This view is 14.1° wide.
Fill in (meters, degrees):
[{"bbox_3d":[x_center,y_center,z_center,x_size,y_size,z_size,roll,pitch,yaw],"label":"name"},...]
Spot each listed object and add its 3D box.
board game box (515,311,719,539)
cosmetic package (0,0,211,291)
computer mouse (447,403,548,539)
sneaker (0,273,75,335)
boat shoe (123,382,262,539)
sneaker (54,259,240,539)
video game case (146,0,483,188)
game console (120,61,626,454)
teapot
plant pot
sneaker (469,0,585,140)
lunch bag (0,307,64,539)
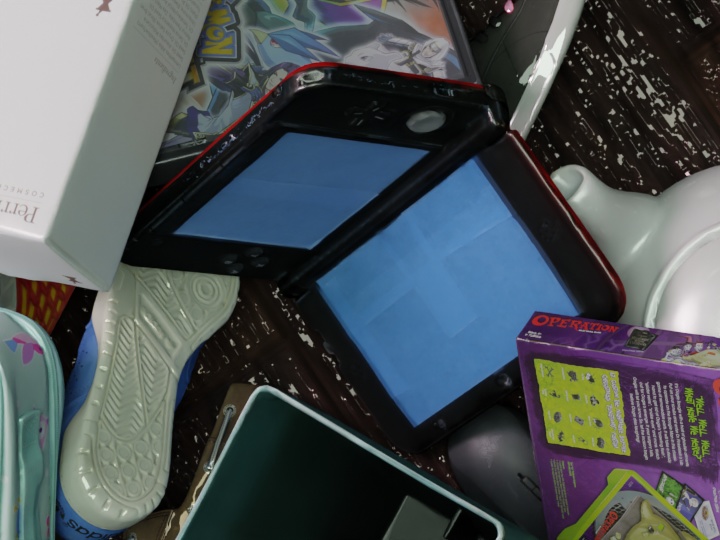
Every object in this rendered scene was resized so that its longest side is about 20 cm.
[{"bbox_3d":[0.146,0.114,1.423,0.119,0.032,0.201,12,130,29],"label":"board game box"},{"bbox_3d":[-0.146,-0.100,1.416,0.101,0.071,0.201,10,73,26],"label":"cosmetic package"},{"bbox_3d":[0.122,0.145,1.506,0.200,0.034,0.059,42,92,6],"label":"computer mouse"},{"bbox_3d":[-0.206,0.038,1.543,0.073,0.077,0.200,27,107,-28],"label":"sneaker"},{"bbox_3d":[-0.087,0.152,1.520,0.072,0.072,0.201,29,82,12],"label":"boat shoe"},{"bbox_3d":[-0.129,0.057,1.521,0.076,0.111,0.201,27,56,-22],"label":"sneaker"},{"bbox_3d":[-0.050,-0.150,1.487,0.180,0.026,0.201,-14,61,-6],"label":"video game case"},{"bbox_3d":[0.000,0.000,1.433,0.200,0.172,0.119,-38,55,46],"label":"game console"},{"bbox_3d":[0.204,0.037,1.443,0.199,0.146,0.199,-8,87,6],"label":"teapot"},{"bbox_3d":[0.010,0.160,1.429,0.141,0.200,0.142,29,92,21],"label":"plant pot"},{"bbox_3d":[0.048,-0.102,1.506,0.099,0.071,0.201,26,95,3],"label":"sneaker"},{"bbox_3d":[-0.224,0.112,1.436,0.159,0.077,0.201,7,104,16],"label":"lunch bag"}]
